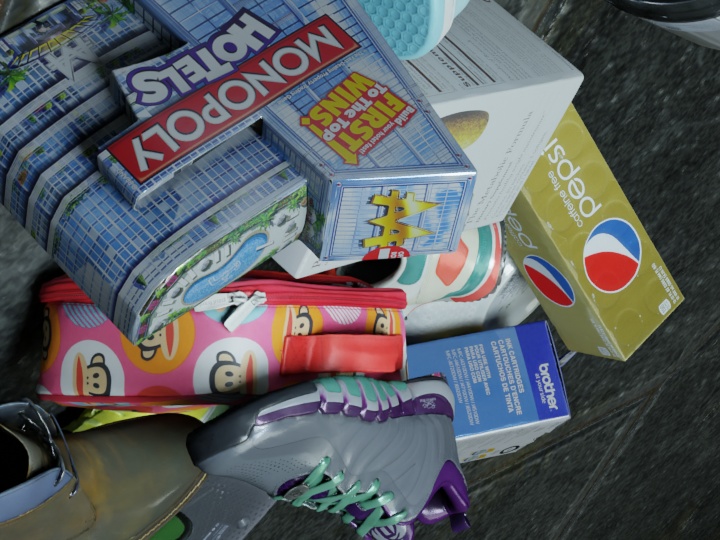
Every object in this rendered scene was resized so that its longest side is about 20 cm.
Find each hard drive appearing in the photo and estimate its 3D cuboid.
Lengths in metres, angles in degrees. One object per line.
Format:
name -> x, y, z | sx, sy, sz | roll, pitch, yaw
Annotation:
hard drive -> -0.140, 0.180, 1.292 | 0.135, 0.042, 0.200 | -49, 158, 2

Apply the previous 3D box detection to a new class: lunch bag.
lunch bag -> -0.063, 0.041, 1.035 | 0.200, 0.175, 0.082 | 5, 86, -59

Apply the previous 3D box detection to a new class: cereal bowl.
cereal bowl -> 0.091, -0.013, 1.336 | 0.200, 0.083, 0.200 | -38, 156, -20

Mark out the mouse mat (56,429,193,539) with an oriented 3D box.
mouse mat -> -0.207, 0.157, 0.998 | 0.199, 0.161, 0.008 | -30, 123, -26

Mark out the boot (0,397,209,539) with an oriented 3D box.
boot -> -0.149, 0.106, 0.930 | 0.199, 0.075, 0.097 | -23, 159, -30

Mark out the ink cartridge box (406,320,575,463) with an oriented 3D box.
ink cartridge box -> 0.060, 0.095, 1.318 | 0.199, 0.077, 0.136 | -8, 167, -15

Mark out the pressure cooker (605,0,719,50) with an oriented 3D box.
pressure cooker -> 0.221, -0.219, 1.114 | 0.179, 0.176, 0.200 | -51, 153, 18

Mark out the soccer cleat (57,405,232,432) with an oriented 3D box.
soccer cleat -> -0.157, 0.102, 1.132 | 0.200, 0.065, 0.084 | -23, 129, -42

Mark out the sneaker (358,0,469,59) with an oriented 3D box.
sneaker -> 0.044, -0.220, 0.947 | 0.131, 0.079, 0.201 | -46, 152, -43

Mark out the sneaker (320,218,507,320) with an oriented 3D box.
sneaker -> 0.000, 0.000, 1.180 | 0.093, 0.071, 0.199 | 13, 158, -34

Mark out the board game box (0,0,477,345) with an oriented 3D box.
board game box -> -0.055, -0.064, 0.849 | 0.200, 0.200, 0.062 | -35, 155, -28

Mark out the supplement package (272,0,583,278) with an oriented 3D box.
supplement package -> 0.012, -0.086, 1.045 | 0.200, 0.109, 0.114 | -17, 142, -50

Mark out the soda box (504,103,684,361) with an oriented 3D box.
soda box -> 0.132, -0.038, 1.241 | 0.068, 0.064, 0.200 | -43, 115, -21

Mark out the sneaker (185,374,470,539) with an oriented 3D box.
sneaker -> -0.004, 0.104, 0.968 | 0.074, 0.088, 0.199 | -29, 163, 35
